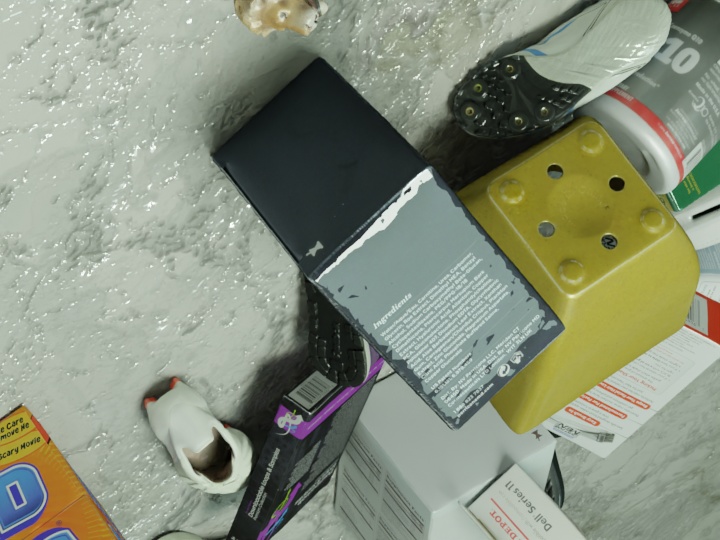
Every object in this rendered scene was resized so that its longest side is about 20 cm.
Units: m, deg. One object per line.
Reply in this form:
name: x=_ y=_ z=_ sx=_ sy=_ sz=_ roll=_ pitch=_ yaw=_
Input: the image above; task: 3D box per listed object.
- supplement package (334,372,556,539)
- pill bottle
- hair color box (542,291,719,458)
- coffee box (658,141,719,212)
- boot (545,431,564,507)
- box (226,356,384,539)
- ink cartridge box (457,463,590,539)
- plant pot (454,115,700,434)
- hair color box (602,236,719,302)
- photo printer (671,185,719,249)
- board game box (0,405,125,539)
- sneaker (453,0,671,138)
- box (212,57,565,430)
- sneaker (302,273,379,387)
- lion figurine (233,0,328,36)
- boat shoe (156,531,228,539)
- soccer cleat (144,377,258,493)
supplement package: x=0.080 y=0.205 z=1.780 sx=0.151 sy=0.151 sz=0.200 roll=-27 pitch=148 yaw=-23
pill bottle: x=0.288 y=-0.172 z=1.546 sx=0.200 sy=0.114 sz=0.114 roll=-46 pitch=152 yaw=-13
hair color box: x=0.249 y=0.087 z=1.726 sx=0.111 sy=0.064 sz=0.200 roll=27 pitch=131 yaw=-16
coffee box: x=0.335 y=-0.127 z=1.673 sx=0.200 sy=0.123 sz=0.044 roll=-33 pitch=108 yaw=-12
boot: x=0.227 y=0.167 z=1.898 sx=0.200 sy=0.165 sz=0.066 roll=-11 pitch=160 yaw=-42
box: x=-0.049 y=0.158 z=1.645 sx=0.143 sy=0.036 sz=0.200 roll=-39 pitch=156 yaw=-49
ink cartridge box: x=0.173 y=0.256 z=1.684 sx=0.067 sy=0.117 sz=0.200 roll=-43 pitch=151 yaw=0
plant pot: x=0.167 y=-0.014 z=1.496 sx=0.194 sy=0.196 sz=0.200 roll=-32 pitch=166 yaw=-15
hair color box: x=0.317 y=0.016 z=1.812 sx=0.199 sy=0.061 sz=0.099 roll=1 pitch=136 yaw=-13
photo printer: x=0.386 y=-0.084 z=1.734 sx=0.166 sy=0.070 sz=0.200 roll=-25 pitch=180 yaw=34
board game box: x=-0.269 y=0.274 z=1.420 sx=0.200 sy=0.200 sz=0.200 roll=-35 pitch=150 yaw=-10
sneaker: x=0.166 y=-0.165 z=1.481 sx=0.199 sy=0.072 sz=0.072 roll=-29 pitch=179 yaw=-7
box: x=0.020 y=-0.021 z=1.309 sx=0.117 sy=0.197 sz=0.200 roll=-43 pitch=128 yaw=2
sneaker: x=0.000 y=0.000 z=1.521 sx=0.088 sy=0.076 sz=0.200 roll=-49 pitch=157 yaw=-41
lion figurine: x=-0.053 y=-0.244 z=1.132 sx=0.122 sy=0.073 sz=0.200 roll=-31 pitch=136 yaw=-2
boat shoe: x=-0.132 y=0.299 z=1.744 sx=0.075 sy=0.066 sz=0.199 roll=-47 pitch=150 yaw=9
soccer cleat: x=-0.130 y=0.163 z=1.557 sx=0.069 sy=0.078 sz=0.200 roll=-38 pitch=151 yaw=-5
